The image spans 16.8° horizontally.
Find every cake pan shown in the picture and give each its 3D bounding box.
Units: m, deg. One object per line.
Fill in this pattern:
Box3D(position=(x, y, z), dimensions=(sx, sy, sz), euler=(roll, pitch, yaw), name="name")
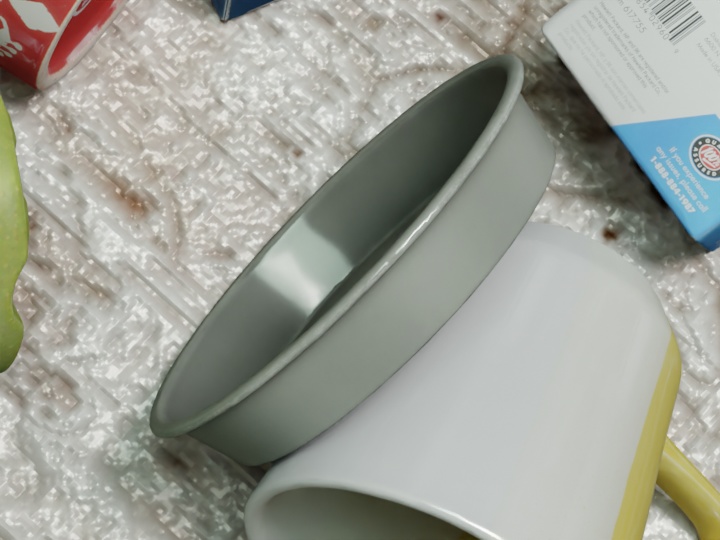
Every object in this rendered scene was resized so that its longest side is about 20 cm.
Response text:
Box3D(position=(0.000, 0.000, 0.939), dimensions=(0.037, 0.200, 0.200), euler=(45, 69, -12), name="cake pan")

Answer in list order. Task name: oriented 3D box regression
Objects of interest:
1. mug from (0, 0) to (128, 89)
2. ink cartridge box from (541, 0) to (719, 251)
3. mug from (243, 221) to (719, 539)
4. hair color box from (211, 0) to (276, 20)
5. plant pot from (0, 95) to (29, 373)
Box3D(position=(-0.191, -0.161, 1.020), dimensions=(0.200, 0.178, 0.133), euler=(35, 33, 1), name="mug")
Box3D(position=(0.192, -0.113, 1.025), dimensions=(0.200, 0.068, 0.116), euler=(-37, 79, 9), name="ink cartridge box")
Box3D(position=(0.059, 0.076, 0.963), dimensions=(0.149, 0.187, 0.153), euler=(8, 55, 30), name="mug")
Box3D(position=(-0.058, -0.221, 1.073), dimensions=(0.100, 0.061, 0.200), euler=(-23, 76, -16), name="hair color box")
Box3D(position=(-0.229, -0.014, 0.921), dimensions=(0.184, 0.200, 0.201), euler=(-8, 71, -23), name="plant pot")
